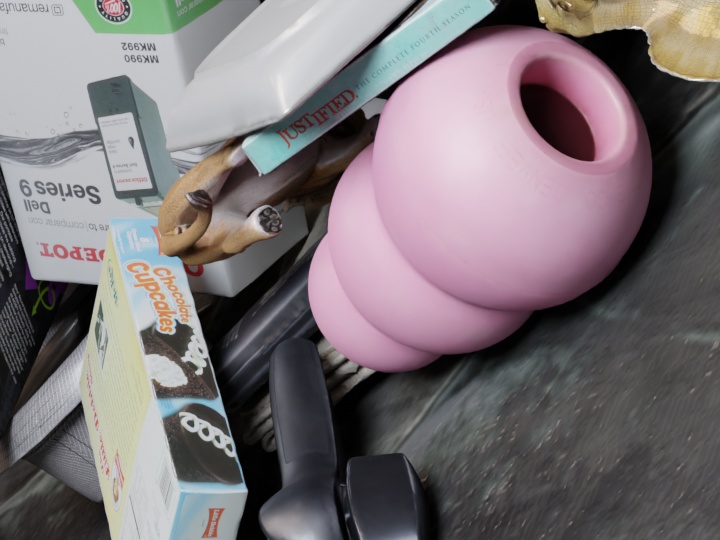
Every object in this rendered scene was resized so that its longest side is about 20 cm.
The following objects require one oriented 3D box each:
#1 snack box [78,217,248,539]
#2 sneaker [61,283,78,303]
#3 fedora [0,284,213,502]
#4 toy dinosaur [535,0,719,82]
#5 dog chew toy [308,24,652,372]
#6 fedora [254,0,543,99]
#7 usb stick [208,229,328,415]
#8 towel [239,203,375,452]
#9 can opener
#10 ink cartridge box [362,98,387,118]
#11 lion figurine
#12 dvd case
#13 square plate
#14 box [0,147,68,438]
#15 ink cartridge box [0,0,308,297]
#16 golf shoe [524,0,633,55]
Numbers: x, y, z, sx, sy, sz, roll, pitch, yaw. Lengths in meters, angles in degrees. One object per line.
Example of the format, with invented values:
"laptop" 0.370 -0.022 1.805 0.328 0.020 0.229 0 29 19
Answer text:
"snack box" -0.102 0.081 1.215 0.201 0.037 0.117 -110 28 -46
"sneaker" -0.172 -0.033 1.478 0.200 0.071 0.080 -41 -1 23
"fedora" -0.139 0.062 1.419 0.177 0.090 0.200 -45 13 22
"toy dinosaur" 0.167 -0.105 1.003 0.199 0.059 0.101 10 40 31
"dog chew toy" 0.042 -0.021 1.089 0.200 0.124 0.125 -45 19 48
"fedora" 0.016 -0.174 1.350 0.201 0.200 0.092 -62 6 -24
"usb stick" -0.013 -0.001 1.205 0.200 0.033 0.056 -45 11 22
"towel" 0.000 0.000 1.283 0.132 0.034 0.201 -37 24 37
"can opener" -0.017 0.098 1.116 0.200 0.078 0.064 -112 15 -64
"ink cartridge box" -0.006 -0.143 1.471 0.201 0.084 0.145 -59 18 -16
"lion figurine" -0.050 -0.046 1.199 0.122 0.073 0.199 -29 -2 44
"dvd case" 0.031 -0.130 1.115 0.146 0.022 0.200 -34 13 34
"square plate" -0.002 -0.134 1.117 0.198 0.028 0.200 -45 13 -15
"box" -0.212 0.000 1.326 0.036 0.144 0.201 0 41 18
"ink cartridge box" -0.123 -0.094 1.302 0.145 0.201 0.084 5 30 32
"golf shoe" 0.111 -0.193 1.260 0.078 0.094 0.200 -45 19 27
